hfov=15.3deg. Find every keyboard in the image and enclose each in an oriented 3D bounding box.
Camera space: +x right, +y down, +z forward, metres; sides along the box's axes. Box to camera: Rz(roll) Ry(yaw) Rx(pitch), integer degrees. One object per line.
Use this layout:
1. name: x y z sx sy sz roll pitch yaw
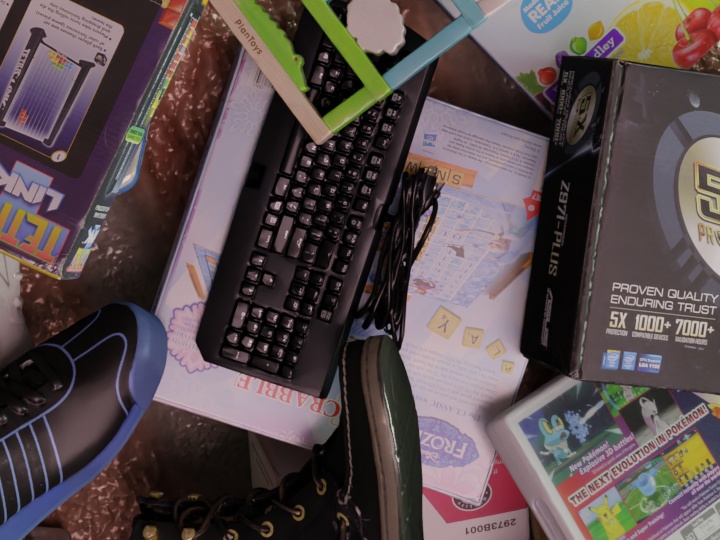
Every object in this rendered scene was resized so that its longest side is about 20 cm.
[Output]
1. keyboard: -0.008 -0.034 1.377 0.104 0.040 0.200 17 93 -6

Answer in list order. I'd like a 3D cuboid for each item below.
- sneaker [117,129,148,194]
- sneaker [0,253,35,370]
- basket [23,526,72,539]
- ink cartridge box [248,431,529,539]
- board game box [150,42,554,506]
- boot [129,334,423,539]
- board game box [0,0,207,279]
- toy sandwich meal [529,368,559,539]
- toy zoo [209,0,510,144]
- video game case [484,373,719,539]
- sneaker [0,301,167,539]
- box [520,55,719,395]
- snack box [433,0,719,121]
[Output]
1. sneaker: -0.135 -0.131 1.357 0.076 0.077 0.200 -12 112 -9
2. sneaker: -0.200 -0.017 1.388 0.099 0.078 0.200 -30 118 -6
3. basket: -0.230 0.258 1.426 0.161 0.198 0.200 6 111 -16
4. ink cartridge box: 0.020 0.177 1.526 0.145 0.084 0.200 -9 114 -11
5. board game box: 0.000 0.000 1.420 0.200 0.041 0.200 19 92 -7
6. boot: -0.046 0.123 1.384 0.154 0.073 0.204 2 124 8
7. board game box: -0.194 -0.111 1.296 0.200 0.057 0.165 26 93 4
8. toy sandwich meal: 0.185 0.127 1.519 0.205 0.070 0.205 8 69 -22
9. toy zoo: 0.020 -0.174 1.351 0.200 0.020 0.131 -37 88 6
10. video game case: 0.178 0.120 1.453 0.200 0.023 0.182 -29 89 -40
11. sneaker: -0.184 0.086 1.358 0.200 0.070 0.078 -49 138 -4
12. box: 0.199 -0.018 1.390 0.200 0.086 0.164 8 94 -15
13. snack box: 0.106 -0.176 1.421 0.142 0.053 0.200 -44 116 5
